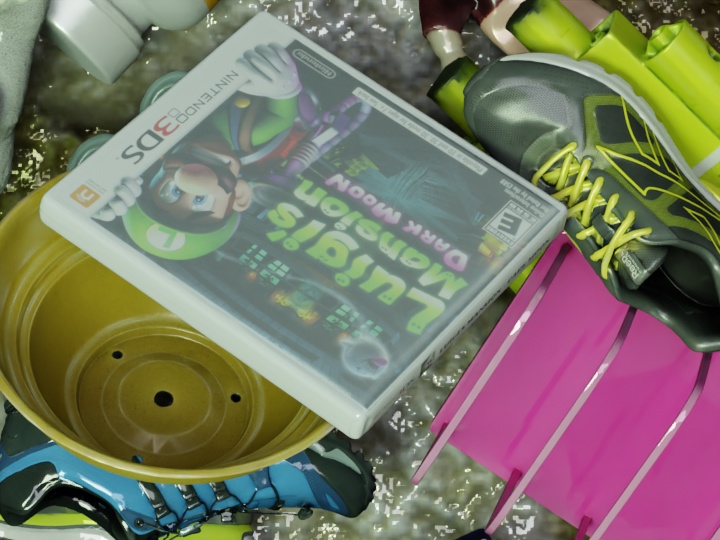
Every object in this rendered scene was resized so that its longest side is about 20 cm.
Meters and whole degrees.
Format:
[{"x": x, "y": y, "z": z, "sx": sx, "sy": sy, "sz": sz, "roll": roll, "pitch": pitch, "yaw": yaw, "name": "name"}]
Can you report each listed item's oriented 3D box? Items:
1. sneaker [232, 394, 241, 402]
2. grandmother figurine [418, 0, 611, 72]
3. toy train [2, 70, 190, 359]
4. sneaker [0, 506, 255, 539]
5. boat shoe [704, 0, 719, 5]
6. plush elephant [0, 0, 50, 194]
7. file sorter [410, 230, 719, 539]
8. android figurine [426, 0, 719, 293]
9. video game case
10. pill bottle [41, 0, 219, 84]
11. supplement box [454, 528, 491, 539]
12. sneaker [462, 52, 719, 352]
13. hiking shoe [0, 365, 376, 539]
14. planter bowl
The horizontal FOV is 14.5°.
[{"x": 0.000, "y": 0.000, "z": 1.516, "sx": 0.200, "sy": 0.079, "sz": 0.089, "roll": -35, "pitch": 70, "yaw": 14, "name": "sneaker"}, {"x": 0.080, "y": -0.150, "z": 1.561, "sx": 0.200, "sy": 0.061, "sz": 0.121, "roll": 44, "pitch": 57, "yaw": 5, "name": "grandmother figurine"}, {"x": -0.104, "y": -0.020, "z": 1.504, "sx": 0.200, "sy": 0.085, "sz": 0.114, "roll": -41, "pitch": 69, "yaw": 10, "name": "toy train"}, {"x": -0.149, "y": 0.115, "z": 1.525, "sx": 0.199, "sy": 0.074, "sz": 0.081, "roll": 9, "pitch": 78, "yaw": -8, "name": "sneaker"}, {"x": 0.145, "y": -0.221, "z": 1.559, "sx": 0.200, "sy": 0.072, "sz": 0.068, "roll": 38, "pitch": 84, "yaw": 6, "name": "boat shoe"}, {"x": -0.268, "y": -0.078, "z": 1.486, "sx": 0.154, "sy": 0.165, "sz": 0.201, "roll": -4, "pitch": 108, "yaw": -33, "name": "plush elephant"}, {"x": 0.144, "y": 0.100, "z": 1.478, "sx": 0.200, "sy": 0.125, "sz": 0.139, "roll": 33, "pitch": 110, "yaw": 2, "name": "file sorter"}, {"x": 0.135, "y": -0.054, "z": 1.518, "sx": 0.182, "sy": 0.041, "sz": 0.200, "roll": -38, "pitch": 104, "yaw": 29, "name": "android figurine"}, {"x": -0.026, "y": -0.029, "z": 1.409, "sx": 0.200, "sy": 0.023, "sz": 0.182, "roll": 34, "pitch": 53, "yaw": 16, "name": "video game case"}, {"x": -0.101, "y": -0.202, "z": 1.530, "sx": 0.113, "sy": 0.113, "sz": 0.200, "roll": 40, "pitch": 84, "yaw": 2, "name": "pill bottle"}, {"x": 0.060, "y": 0.250, "z": 1.488, "sx": 0.109, "sy": 0.109, "sz": 0.200, "roll": -26, "pitch": 87, "yaw": 0, "name": "supplement box"}, {"x": 0.135, "y": -0.036, "z": 1.454, "sx": 0.200, "sy": 0.085, "sz": 0.075, "roll": 36, "pitch": 121, "yaw": -6, "name": "sneaker"}, {"x": -0.093, "y": 0.112, "z": 1.466, "sx": 0.199, "sy": 0.074, "sz": 0.087, "roll": 11, "pitch": 69, "yaw": 0, "name": "hiking shoe"}, {"x": -0.094, "y": 0.043, "z": 1.406, "sx": 0.200, "sy": 0.084, "sz": 0.201, "roll": 5, "pitch": 50, "yaw": -6, "name": "planter bowl"}]
